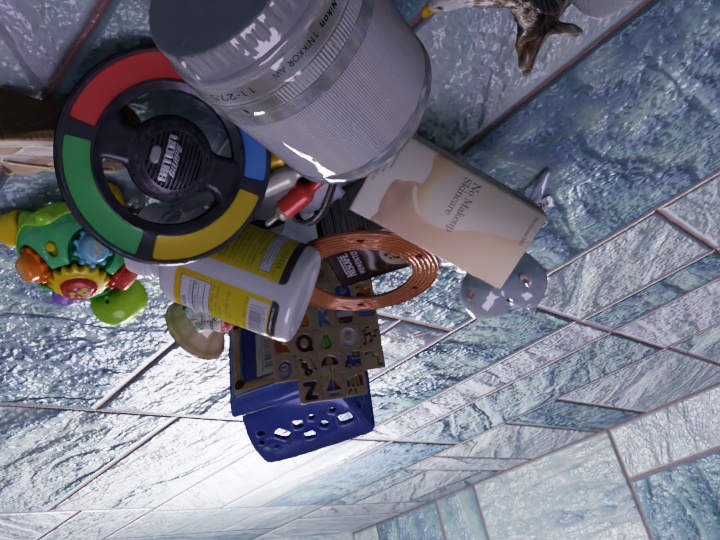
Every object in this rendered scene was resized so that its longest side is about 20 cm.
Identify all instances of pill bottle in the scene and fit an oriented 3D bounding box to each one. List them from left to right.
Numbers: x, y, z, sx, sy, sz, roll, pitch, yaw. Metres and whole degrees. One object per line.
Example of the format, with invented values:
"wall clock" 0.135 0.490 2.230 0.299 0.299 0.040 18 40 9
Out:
"pill bottle" -0.153 -0.004 0.736 0.198 0.112 0.112 20 148 4

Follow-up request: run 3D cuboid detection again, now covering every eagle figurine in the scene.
"eagle figurine" 0.095 -0.234 0.489 0.151 0.152 0.199 -46 140 14

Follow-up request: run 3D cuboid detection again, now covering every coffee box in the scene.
"coffee box" 0.049 -0.062 0.854 0.198 0.080 0.113 -18 151 6

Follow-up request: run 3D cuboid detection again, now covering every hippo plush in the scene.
"hippo plush" 0.204 -0.005 0.937 0.198 0.162 0.159 -20 150 10

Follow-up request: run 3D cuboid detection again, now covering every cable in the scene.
"cable" -0.030 -0.113 0.675 0.199 0.098 0.050 -29 -172 18

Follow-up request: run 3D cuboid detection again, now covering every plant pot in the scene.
"plant pot" -0.104 0.161 1.051 0.198 0.201 0.180 -19 139 10

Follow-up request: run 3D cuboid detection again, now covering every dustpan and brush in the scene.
"dustpan and brush" -0.136 -0.096 0.754 0.199 0.058 0.140 -28 137 11

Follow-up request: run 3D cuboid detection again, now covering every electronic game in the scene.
"electronic game" -0.176 -0.103 0.612 0.198 0.042 0.202 -9 107 -29

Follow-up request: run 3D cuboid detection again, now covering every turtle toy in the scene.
"turtle toy" -0.313 -0.007 0.767 0.144 0.102 0.200 -16 151 4

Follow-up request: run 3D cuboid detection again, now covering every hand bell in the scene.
"hand bell" -0.173 0.026 0.928 0.200 0.105 0.104 -42 142 20

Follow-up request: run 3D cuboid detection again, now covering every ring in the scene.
"ring" 0.000 0.000 0.829 0.198 0.019 0.201 -2 151 -1

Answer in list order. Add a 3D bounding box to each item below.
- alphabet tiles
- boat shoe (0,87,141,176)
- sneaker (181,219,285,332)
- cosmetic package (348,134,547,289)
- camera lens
"alphabet tiles" -0.051 0.083 0.944 0.165 0.202 0.006 -6 169 -20
"boat shoe" -0.307 -0.118 0.606 0.198 0.074 0.069 1 142 -27
"sneaker" -0.155 0.010 0.843 0.200 0.109 0.067 -25 -179 28
"cosmetic package" 0.095 -0.074 0.743 0.199 0.071 0.106 26 108 -10
"camera lens" -0.046 -0.176 0.533 0.159 0.161 0.200 -26 148 21
